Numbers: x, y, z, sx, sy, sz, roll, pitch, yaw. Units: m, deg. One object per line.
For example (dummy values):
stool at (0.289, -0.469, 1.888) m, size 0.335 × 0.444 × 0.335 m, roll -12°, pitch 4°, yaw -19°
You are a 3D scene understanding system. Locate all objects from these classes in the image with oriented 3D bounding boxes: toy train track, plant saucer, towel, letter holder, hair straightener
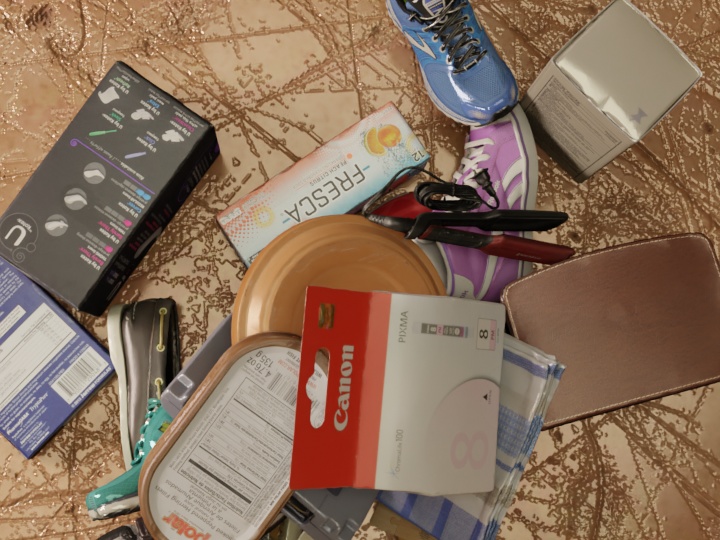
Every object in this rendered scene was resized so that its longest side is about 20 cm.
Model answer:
toy train track at (0.083, 0.209, 1.107) m, size 0.115 × 0.033 × 0.200 m, roll 16°, pitch 74°, yaw 34°
plant saucer at (-0.010, 0.051, 1.013) m, size 0.200 × 0.032 × 0.200 m, roll 2°, pitch 86°, yaw -24°
towel at (0.088, 0.142, 1.061) m, size 0.147 × 0.024 × 0.200 m, roll 27°, pitch 101°, yaw 38°
letter holder at (0.231, 0.055, 1.100) m, size 0.200 × 0.101 × 0.142 m, roll -15°, pitch 83°, yaw -4°
hair straightener at (0.095, -0.052, 1.052) m, size 0.200 × 0.041 × 0.077 m, roll 5°, pitch 67°, yaw -20°

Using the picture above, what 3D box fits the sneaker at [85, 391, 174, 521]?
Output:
sneaker at (-0.163, 0.146, 1.027) m, size 0.200 × 0.077 × 0.080 m, roll -38°, pitch 97°, yaw -41°

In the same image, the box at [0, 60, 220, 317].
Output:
box at (-0.228, -0.070, 1.077) m, size 0.106 × 0.122 × 0.200 m, roll 35°, pitch 83°, yaw 1°

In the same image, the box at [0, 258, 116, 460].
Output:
box at (-0.334, 0.062, 1.104) m, size 0.200 × 0.032 × 0.121 m, roll 44°, pitch 83°, yaw 1°

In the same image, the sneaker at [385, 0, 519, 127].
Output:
sneaker at (0.075, -0.218, 1.100) m, size 0.079 × 0.089 × 0.200 m, roll -33°, pitch 68°, yaw 2°

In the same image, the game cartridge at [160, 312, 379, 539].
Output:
game cartridge at (-0.064, 0.133, 1.031) m, size 0.200 × 0.041 × 0.133 m, roll 42°, pitch 43°, yaw -5°

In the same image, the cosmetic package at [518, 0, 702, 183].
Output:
cosmetic package at (0.213, -0.156, 1.068) m, size 0.087 × 0.200 × 0.103 m, roll -44°, pitch 89°, yaw -5°

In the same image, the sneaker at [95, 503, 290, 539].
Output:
sneaker at (-0.138, 0.246, 1.060) m, size 0.200 × 0.116 × 0.076 m, roll -24°, pitch 50°, yaw -1°

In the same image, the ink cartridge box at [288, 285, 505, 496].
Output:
ink cartridge box at (0.037, 0.099, 0.962) m, size 0.057 × 0.200 × 0.163 m, roll 2°, pitch 86°, yaw 40°

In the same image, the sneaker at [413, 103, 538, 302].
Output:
sneaker at (0.101, -0.070, 1.099) m, size 0.114 × 0.073 × 0.201 m, roll 2°, pitch 83°, yaw -29°

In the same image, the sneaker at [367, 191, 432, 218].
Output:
sneaker at (0.000, 0.000, 1.085) m, size 0.078 × 0.116 × 0.200 m, roll 43°, pitch 84°, yaw 2°

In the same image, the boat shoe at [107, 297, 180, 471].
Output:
boat shoe at (-0.182, 0.124, 1.082) m, size 0.061 × 0.072 × 0.201 m, roll -12°, pitch 82°, yaw 7°

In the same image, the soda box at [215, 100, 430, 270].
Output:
soda box at (-0.035, -0.074, 1.117) m, size 0.200 × 0.064 × 0.068 m, roll -33°, pitch 87°, yaw -5°

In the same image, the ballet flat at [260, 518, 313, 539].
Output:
ballet flat at (-0.055, 0.201, 1.083) m, size 0.072 × 0.072 × 0.200 m, roll 8°, pitch 85°, yaw -2°

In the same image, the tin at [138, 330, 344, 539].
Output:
tin at (-0.095, 0.140, 0.949) m, size 0.112 × 0.042 × 0.200 m, roll 36°, pitch 86°, yaw -4°
